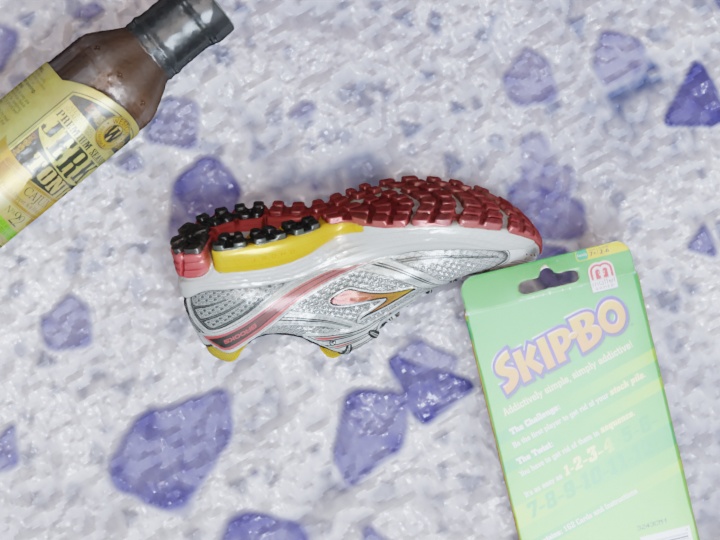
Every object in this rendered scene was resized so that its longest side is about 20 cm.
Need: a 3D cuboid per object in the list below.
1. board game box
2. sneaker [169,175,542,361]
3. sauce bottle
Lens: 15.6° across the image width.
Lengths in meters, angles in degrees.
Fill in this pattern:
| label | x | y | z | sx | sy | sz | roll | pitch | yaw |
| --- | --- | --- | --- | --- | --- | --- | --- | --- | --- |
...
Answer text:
| label | x | y | z | sx | sy | sz | roll | pitch | yaw |
| --- | --- | --- | --- | --- | --- | --- | --- | --- | --- |
| board game box | 0.121 | 0.090 | 1.418 | 0.095 | 0.030 | 0.200 | -14 | 97 | 0 |
| sneaker | 0.000 | 0.000 | 1.429 | 0.200 | 0.078 | 0.082 | -9 | 112 | -4 |
| sauce bottle | -0.158 | -0.086 | 1.434 | 0.200 | 0.065 | 0.065 | -41 | 85 | -1 |
